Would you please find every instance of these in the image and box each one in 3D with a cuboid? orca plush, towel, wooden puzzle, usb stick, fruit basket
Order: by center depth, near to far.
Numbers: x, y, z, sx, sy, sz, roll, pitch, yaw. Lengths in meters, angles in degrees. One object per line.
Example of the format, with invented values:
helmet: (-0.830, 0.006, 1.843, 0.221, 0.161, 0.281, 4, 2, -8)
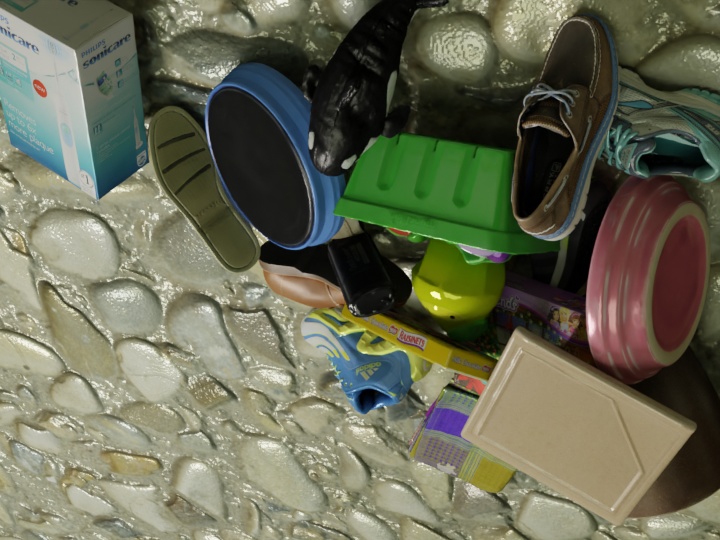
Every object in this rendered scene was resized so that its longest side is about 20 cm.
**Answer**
orca plush: (0.011, -0.172, 1.033, 0.105, 0.071, 0.200, 41, 104, -9)
wooden puzzle: (0.205, 0.149, 1.090, 0.183, 0.037, 0.201, 29, 141, 9)
fruit basket: (0.087, -0.026, 1.110, 0.213, 0.155, 0.220, 1, 92, 36)
usb stick: (0.000, 0.000, 1.201, 0.055, 0.200, 0.033, -24, 111, 0)
towel: (0.147, 0.220, 1.462, 0.142, 0.023, 0.201, 25, 144, 2)

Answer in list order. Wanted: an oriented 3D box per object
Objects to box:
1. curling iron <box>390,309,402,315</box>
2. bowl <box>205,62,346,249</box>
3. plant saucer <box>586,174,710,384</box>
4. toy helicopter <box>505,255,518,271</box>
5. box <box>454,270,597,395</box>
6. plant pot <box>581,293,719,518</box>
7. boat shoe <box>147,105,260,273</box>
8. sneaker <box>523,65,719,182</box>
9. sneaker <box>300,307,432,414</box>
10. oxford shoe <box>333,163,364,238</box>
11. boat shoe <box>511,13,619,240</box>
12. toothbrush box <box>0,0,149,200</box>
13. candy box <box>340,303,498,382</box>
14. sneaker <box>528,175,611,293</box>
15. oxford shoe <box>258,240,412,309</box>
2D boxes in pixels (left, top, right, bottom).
curling iron: (0.071, 0.076, 1.358, 0.199, 0.026, 0.049, 37, 159, -11)
bowl: (-0.093, -0.113, 1.173, 0.200, 0.039, 0.203, 38, 145, 32)
plant saucer: (0.276, 0.009, 1.055, 0.050, 0.201, 0.202, 11, 139, 37)
toy helicopter: (0.149, 0.048, 1.276, 0.131, 0.079, 0.203, 12, 127, 28)
box: (0.181, 0.083, 1.169, 0.199, 0.039, 0.139, 21, 119, 44)
plant pot: (0.288, 0.125, 1.205, 0.185, 0.187, 0.202, -9, 113, 33)
boat shoe: (-0.181, -0.089, 1.280, 0.202, 0.074, 0.068, 64, 172, -11)
sneaker: (0.241, -0.130, 1.021, 0.197, 0.087, 0.078, 12, 137, 16)
sneaker: (-0.012, 0.108, 1.353, 0.198, 0.106, 0.076, 8, 145, 40)
oxford shoe: (-0.020, -0.114, 1.197, 0.072, 0.072, 0.202, 0, 139, -5)
boat shoe: (0.176, -0.129, 0.985, 0.071, 0.204, 0.072, 8, 179, 32)
toothbrush box: (-0.311, -0.199, 1.203, 0.145, 0.085, 0.202, 31, 141, 22)
candy box: (0.071, 0.075, 1.184, 0.101, 0.027, 0.199, 22, -179, -35)
sneaker: (0.201, -0.037, 1.168, 0.082, 0.071, 0.202, 37, 142, 25)
oxford shoe: (-0.026, 0.015, 1.315, 0.198, 0.071, 0.072, 14, 133, 28)
